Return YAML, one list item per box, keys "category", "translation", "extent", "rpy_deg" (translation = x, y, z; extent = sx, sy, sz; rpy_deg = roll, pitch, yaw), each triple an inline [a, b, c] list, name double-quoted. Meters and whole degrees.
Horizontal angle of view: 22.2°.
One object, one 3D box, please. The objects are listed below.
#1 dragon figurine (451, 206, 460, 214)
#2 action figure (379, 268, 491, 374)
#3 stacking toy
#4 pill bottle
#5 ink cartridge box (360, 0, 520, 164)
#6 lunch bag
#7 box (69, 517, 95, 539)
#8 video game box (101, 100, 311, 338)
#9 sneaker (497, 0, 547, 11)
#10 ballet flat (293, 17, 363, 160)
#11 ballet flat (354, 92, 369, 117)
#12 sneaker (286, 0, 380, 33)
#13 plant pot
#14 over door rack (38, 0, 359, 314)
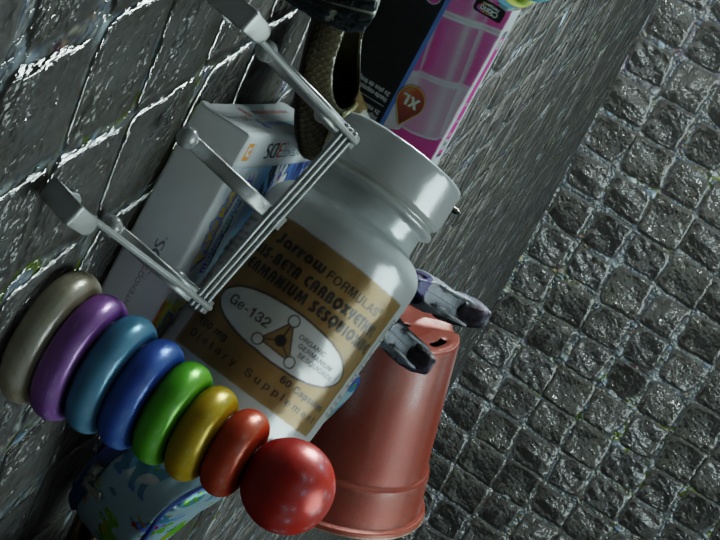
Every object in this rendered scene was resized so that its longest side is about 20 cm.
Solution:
- category: "dragon figurine"
  translation: [-0.030, -0.012, 1.332]
  extent: [0.059, 0.198, 0.100]
  rpy_deg: [-115, -160, -56]
- category: "action figure"
  translation: [0.000, 0.000, 1.260]
  extent: [0.130, 0.069, 0.200]
  rpy_deg: [-52, 134, 3]
- category: "stacking toy"
  translation: [-0.103, 0.085, 1.039]
  extent: [0.086, 0.199, 0.085]
  rpy_deg: [-56, 171, -14]
- category: "pill bottle"
  translation: [-0.029, 0.008, 1.145]
  extent: [0.201, 0.114, 0.114]
  rpy_deg: [-54, 170, -5]
- category: "ink cartridge box"
  translation: [0.033, -0.135, 1.391]
  extent: [0.201, 0.094, 0.037]
  rpy_deg: [-62, 170, 18]
- category: "lunch bag"
  translation: [-0.107, 0.121, 1.303]
  extent: [0.200, 0.083, 0.161]
  rpy_deg: [-33, 171, -33]
- category: "box"
  translation: [-0.161, 0.141, 1.466]
  extent: [0.164, 0.021, 0.200]
  rpy_deg: [-64, 170, 28]
- category: "video game box"
  translation: [-0.106, -0.015, 1.197]
  extent: [0.201, 0.047, 0.182]
  rpy_deg: [-61, 168, 12]
- category: "sneaker"
  translation: [0.095, -0.235, 1.296]
  extent: [0.080, 0.130, 0.200]
  rpy_deg: [-64, 170, 23]
- category: "ballet flat"
  translation: [-0.006, -0.155, 1.151]
  extent: [0.067, 0.046, 0.201]
  rpy_deg: [-62, 165, -59]
- category: "ballet flat"
  translation: [-0.022, -0.071, 1.371]
  extent: [0.068, 0.072, 0.201]
  rpy_deg: [-53, 169, -47]
- category: "sneaker"
  translation: [-0.003, -0.211, 1.023]
  extent: [0.087, 0.077, 0.200]
  rpy_deg: [-58, 172, -26]
- category: "plant pot"
  translation: [0.000, 0.129, 1.820]
  extent: [0.201, 0.200, 0.196]
  rpy_deg: [-37, 148, -66]
- category: "over door rack"
  translation: [-0.089, -0.068, 1.018]
  extent: [0.148, 0.067, 0.200]
  rpy_deg: [-49, 157, -1]
